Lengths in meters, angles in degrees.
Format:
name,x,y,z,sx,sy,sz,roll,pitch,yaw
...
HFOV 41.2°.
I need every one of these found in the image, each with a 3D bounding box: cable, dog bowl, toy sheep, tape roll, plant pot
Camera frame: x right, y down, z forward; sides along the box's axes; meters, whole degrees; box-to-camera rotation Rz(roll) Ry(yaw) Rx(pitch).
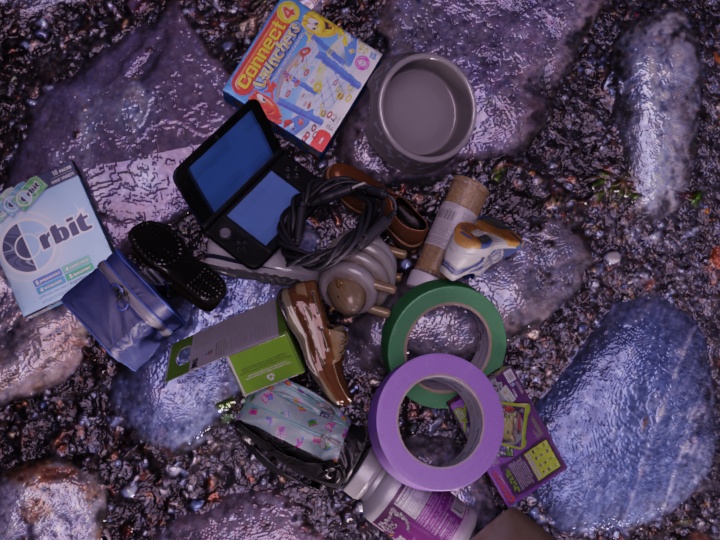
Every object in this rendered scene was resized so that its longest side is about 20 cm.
name,x,y,z,sx,sy,sz,roll,pitch,yaw
cable,-0.052,-0.078,1.476,0.162,0.051,0.200,33,63,31
dog bowl,0.102,-0.263,1.573,0.197,0.059,0.203,0,90,-17
toy sheep,0.000,0.000,1.520,0.136,0.201,0.139,7,125,10
tape roll,0.113,0.229,1.447,0.197,0.066,0.203,3,78,-12
tape roll,0.132,0.117,1.526,0.198,0.048,0.203,-4,104,-14
plant pot,0.248,0.468,1.472,0.199,0.200,0.174,-36,70,-7

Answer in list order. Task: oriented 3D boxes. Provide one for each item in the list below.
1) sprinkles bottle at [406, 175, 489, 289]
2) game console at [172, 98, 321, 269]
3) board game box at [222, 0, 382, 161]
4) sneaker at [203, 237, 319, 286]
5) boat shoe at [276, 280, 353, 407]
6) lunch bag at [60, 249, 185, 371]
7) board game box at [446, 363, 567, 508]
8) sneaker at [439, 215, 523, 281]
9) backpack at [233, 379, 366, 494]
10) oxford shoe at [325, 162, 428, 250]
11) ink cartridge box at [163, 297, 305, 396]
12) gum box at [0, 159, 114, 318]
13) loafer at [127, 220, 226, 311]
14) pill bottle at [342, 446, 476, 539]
name,x,y,z,sx,sy,sz,roll,pitch,yaw
sprinkles bottle,0.144,-0.053,1.571,0.068,0.068,0.202,25,82,0
game console,-0.167,-0.136,1.508,0.170,0.119,0.200,36,66,14
board game box,-0.095,-0.322,1.594,0.195,0.056,0.201,31,82,0
sneaker,-0.151,-0.024,1.550,0.197,0.076,0.081,13,73,-4
boat shoe,-0.055,0.108,1.448,0.073,0.076,0.202,-26,96,2
lunch bag,-0.353,0.054,1.461,0.132,0.200,0.136,-44,82,-10
board game box,0.236,0.265,1.536,0.119,0.032,0.201,-32,101,-10
sneaker,0.188,-0.032,1.539,0.075,0.199,0.089,42,117,27
backpack,-0.094,0.250,1.489,0.198,0.167,0.127,28,63,3
oxford shoe,0.031,-0.118,1.564,0.199,0.071,0.072,36,63,1
ink cartridge box,-0.194,0.133,1.483,0.198,0.148,0.076,-23,111,2
gum box,-0.499,-0.050,1.542,0.168,0.045,0.202,-25,86,-6
loafer,-0.300,0.001,1.535,0.200,0.072,0.073,42,54,17
pill bottle,0.074,0.367,1.496,0.199,0.112,0.113,36,82,1
